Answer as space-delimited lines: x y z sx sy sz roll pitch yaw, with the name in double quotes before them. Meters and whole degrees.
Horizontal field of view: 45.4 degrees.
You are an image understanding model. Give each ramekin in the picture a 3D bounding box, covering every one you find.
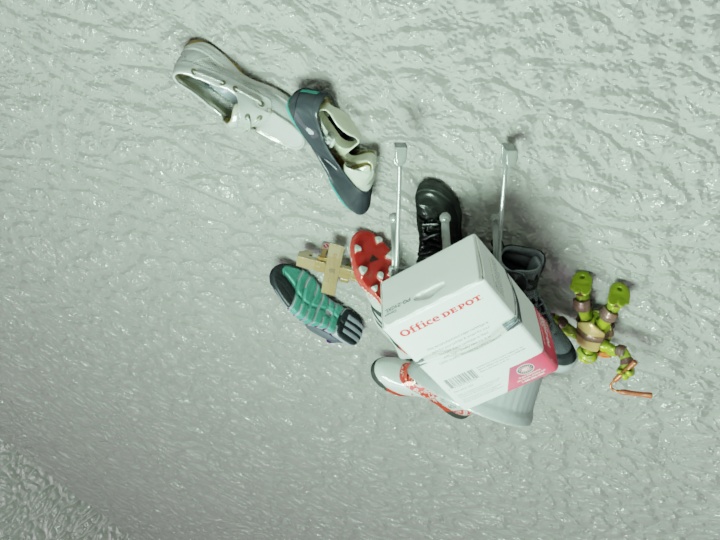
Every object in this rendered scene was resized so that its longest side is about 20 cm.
"ramekin" 0.177 0.142 1.270 0.197 0.099 0.201 22 -174 -2

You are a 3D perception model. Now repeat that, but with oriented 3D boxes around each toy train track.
"toy train track" 0.000 0.000 1.323 0.196 0.033 0.116 16 139 1

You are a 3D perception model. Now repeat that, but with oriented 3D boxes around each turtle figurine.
"turtle figurine" 0.332 0.083 1.194 0.199 0.064 0.163 32 144 30

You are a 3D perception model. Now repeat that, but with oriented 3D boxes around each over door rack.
"over door rack" 0.110 -0.074 1.068 0.145 0.067 0.203 0 125 -2

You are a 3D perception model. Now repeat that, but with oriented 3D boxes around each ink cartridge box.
"ink cartridge box" 0.135 0.069 1.074 0.143 0.085 0.200 -27 129 23

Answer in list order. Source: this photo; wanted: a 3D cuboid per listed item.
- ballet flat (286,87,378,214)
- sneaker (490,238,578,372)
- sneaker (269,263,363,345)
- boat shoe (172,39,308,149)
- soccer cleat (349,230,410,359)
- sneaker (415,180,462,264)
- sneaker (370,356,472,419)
"ballet flat" -0.020 -0.149 1.097 0.072 0.074 0.201 -5 135 35
"sneaker" 0.229 0.044 1.163 0.200 0.075 0.114 45 144 13
"sneaker" -0.090 0.067 1.428 0.200 0.075 0.087 41 147 -26
"boat shoe" -0.151 -0.206 1.094 0.198 0.070 0.071 32 144 -13
"soccer cleat" 0.035 0.039 1.253 0.202 0.068 0.085 60 158 9
"sneaker" 0.103 -0.017 1.166 0.059 0.105 0.201 7 143 24
"sneaker" 0.123 0.181 1.460 0.199 0.068 0.108 25 145 -8
